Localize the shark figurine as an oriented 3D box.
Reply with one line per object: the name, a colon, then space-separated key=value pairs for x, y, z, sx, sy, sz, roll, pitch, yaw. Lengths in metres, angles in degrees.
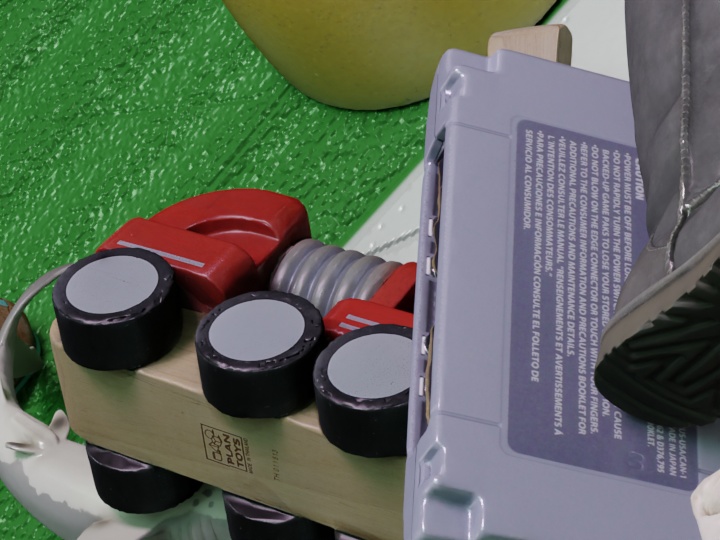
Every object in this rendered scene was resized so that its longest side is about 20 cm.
shark figurine: x=-0.111 y=0.092 z=0.916 sx=0.128 sy=0.090 sz=0.214 roll=-36 pitch=46 yaw=-29

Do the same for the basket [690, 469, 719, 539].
basket: x=0.209 y=0.079 z=0.613 sx=0.200 sy=0.123 sz=0.136 roll=-38 pitch=46 yaw=18

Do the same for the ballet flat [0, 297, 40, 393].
ballet flat: x=-0.229 y=0.089 z=1.014 sx=0.200 sy=0.072 sz=0.068 roll=-52 pitch=43 yaw=5

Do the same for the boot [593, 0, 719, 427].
boot: x=0.141 y=-0.066 z=0.705 sx=0.182 sy=0.072 sz=0.201 roll=-29 pitch=34 yaw=46

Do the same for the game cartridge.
game cartridge: x=0.084 y=0.019 z=0.749 sx=0.041 sy=0.132 sz=0.201 roll=113 pitch=166 yaw=-53

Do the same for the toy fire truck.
toy fire truck: x=0.000 y=0.000 z=0.843 sx=0.175 sy=0.129 sz=0.200 roll=15 pitch=42 yaw=28

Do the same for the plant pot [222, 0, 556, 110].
plant pot: x=-0.010 y=-0.189 z=0.937 sx=0.199 sy=0.142 sz=0.201 roll=-20 pitch=55 yaw=31
